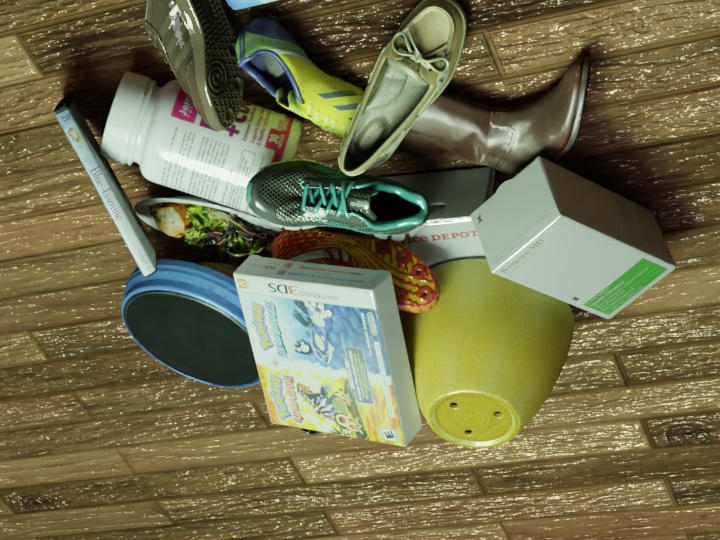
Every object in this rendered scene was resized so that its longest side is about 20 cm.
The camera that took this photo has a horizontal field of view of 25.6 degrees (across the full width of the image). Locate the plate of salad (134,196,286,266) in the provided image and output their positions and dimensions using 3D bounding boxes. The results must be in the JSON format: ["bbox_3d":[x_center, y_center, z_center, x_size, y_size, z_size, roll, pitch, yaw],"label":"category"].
[{"bbox_3d":[-0.163,-0.038,1.803,0.198,0.049,0.200,11,165,3],"label":"plate of salad"}]

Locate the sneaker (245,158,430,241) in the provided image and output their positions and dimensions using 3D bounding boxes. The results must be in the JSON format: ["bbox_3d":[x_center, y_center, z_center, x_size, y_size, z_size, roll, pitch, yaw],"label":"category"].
[{"bbox_3d":[-0.017,-0.075,1.626,0.198,0.078,0.091,4,179,-17],"label":"sneaker"}]

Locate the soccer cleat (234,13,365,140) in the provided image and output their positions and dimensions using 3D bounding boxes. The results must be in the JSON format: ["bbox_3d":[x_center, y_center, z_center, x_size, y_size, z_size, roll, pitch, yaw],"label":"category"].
[{"bbox_3d":[-0.054,-0.180,1.645,0.200,0.084,0.064,39,131,-26],"label":"soccer cleat"}]

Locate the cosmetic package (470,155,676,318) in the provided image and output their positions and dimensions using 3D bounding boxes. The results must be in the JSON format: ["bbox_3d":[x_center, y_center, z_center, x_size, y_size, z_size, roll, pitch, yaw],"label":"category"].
[{"bbox_3d":[0.226,-0.032,1.674,0.199,0.085,0.108,18,132,-40],"label":"cosmetic package"}]

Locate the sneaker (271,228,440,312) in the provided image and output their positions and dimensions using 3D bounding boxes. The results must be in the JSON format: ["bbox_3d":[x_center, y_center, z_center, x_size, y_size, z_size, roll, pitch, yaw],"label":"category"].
[{"bbox_3d":[0.000,0.000,1.728,0.198,0.073,0.077,19,164,24],"label":"sneaker"}]

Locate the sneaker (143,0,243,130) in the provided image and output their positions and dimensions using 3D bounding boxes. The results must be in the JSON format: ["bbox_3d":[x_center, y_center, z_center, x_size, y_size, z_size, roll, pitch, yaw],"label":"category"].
[{"bbox_3d":[-0.177,-0.240,1.614,0.075,0.070,0.202,3,117,33],"label":"sneaker"}]

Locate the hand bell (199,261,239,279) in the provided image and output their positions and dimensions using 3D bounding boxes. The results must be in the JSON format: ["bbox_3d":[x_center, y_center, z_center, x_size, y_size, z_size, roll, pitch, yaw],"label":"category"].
[{"bbox_3d":[-0.097,0.025,1.826,0.199,0.105,0.104,21,139,-29],"label":"hand bell"}]

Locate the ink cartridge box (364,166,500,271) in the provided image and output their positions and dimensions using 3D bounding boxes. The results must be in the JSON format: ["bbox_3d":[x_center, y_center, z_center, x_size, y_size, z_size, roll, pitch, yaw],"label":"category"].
[{"bbox_3d":[0.101,-0.012,1.782,0.144,0.088,0.201,-5,136,19],"label":"ink cartridge box"}]

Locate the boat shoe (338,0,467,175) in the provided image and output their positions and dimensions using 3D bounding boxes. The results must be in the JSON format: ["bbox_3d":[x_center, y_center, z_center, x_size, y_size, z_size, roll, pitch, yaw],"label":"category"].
[{"bbox_3d":[0.040,-0.183,1.590,0.073,0.063,0.201,36,113,-1],"label":"boat shoe"}]

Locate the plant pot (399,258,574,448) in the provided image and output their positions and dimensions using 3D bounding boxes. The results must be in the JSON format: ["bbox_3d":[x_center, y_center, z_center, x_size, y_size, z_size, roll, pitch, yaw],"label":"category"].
[{"bbox_3d":[0.131,0.107,1.733,0.198,0.143,0.201,6,138,5],"label":"plant pot"}]

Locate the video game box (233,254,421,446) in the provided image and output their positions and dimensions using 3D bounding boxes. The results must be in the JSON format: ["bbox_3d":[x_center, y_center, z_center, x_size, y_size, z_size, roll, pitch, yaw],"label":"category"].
[{"bbox_3d":[-0.036,0.086,1.715,0.181,0.047,0.202,8,123,34],"label":"video game box"}]

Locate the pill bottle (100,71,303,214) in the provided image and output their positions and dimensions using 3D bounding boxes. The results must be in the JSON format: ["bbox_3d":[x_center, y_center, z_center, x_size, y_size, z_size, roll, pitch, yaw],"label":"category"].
[{"bbox_3d":[-0.170,-0.137,1.699,0.198,0.114,0.114,18,138,-5],"label":"pill bottle"}]

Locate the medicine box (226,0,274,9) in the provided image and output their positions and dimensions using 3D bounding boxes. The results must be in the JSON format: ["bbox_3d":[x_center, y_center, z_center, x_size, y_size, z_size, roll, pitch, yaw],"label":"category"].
[{"bbox_3d":[-0.060,-0.357,1.445,0.198,0.104,0.183,-9,133,24],"label":"medicine box"}]

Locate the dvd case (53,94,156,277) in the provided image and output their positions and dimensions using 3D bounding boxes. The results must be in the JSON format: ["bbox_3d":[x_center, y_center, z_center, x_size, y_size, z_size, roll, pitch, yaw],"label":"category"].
[{"bbox_3d":[-0.274,-0.094,1.714,0.017,0.143,0.201,-28,103,-2],"label":"dvd case"}]

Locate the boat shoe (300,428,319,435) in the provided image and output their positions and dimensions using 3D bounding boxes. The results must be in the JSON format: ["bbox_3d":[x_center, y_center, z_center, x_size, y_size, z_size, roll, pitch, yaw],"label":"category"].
[{"bbox_3d":[-0.044,0.135,1.841,0.074,0.074,0.201,14,152,8],"label":"boat shoe"}]

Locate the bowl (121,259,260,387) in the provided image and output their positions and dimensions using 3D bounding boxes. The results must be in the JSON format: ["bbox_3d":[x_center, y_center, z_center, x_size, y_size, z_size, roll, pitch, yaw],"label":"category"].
[{"bbox_3d":[-0.184,0.067,1.828,0.199,0.040,0.201,16,146,11],"label":"bowl"}]

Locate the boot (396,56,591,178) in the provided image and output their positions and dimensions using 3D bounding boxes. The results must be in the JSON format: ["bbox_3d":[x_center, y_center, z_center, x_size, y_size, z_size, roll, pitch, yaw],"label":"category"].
[{"bbox_3d":[0.126,-0.170,1.633,0.198,0.065,0.187,18,135,2],"label":"boot"}]
